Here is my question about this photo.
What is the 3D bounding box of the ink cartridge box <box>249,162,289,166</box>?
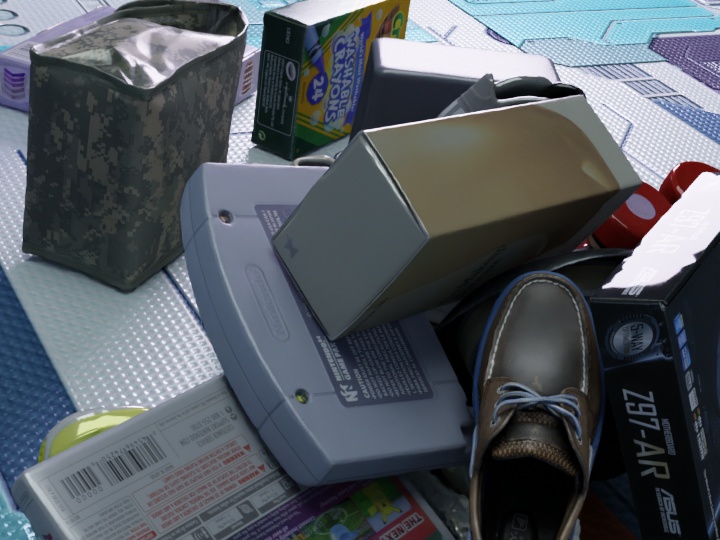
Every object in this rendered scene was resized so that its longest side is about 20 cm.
[{"bbox_3d":[0.000,0.000,1.015,0.164,0.075,0.200,4,30,-10],"label":"ink cartridge box"}]

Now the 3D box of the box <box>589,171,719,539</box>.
[{"bbox_3d":[0.198,0.067,0.794,0.043,0.201,0.160,2,28,37],"label":"box"}]

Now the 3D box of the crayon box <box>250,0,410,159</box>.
[{"bbox_3d":[-0.016,-0.193,1.310,0.051,0.126,0.200,24,32,26],"label":"crayon box"}]

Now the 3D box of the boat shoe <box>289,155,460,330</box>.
[{"bbox_3d":[0.035,-0.013,0.902,0.199,0.069,0.075,18,38,5],"label":"boat shoe"}]

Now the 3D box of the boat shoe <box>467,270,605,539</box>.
[{"bbox_3d":[0.092,0.092,0.726,0.072,0.201,0.072,4,-16,4],"label":"boat shoe"}]

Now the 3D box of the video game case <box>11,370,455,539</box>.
[{"bbox_3d":[-0.047,0.140,0.718,0.200,0.023,0.182,-24,71,-46],"label":"video game case"}]

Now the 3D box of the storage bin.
[{"bbox_3d":[0.080,-0.117,1.188,0.199,0.135,0.146,6,28,-5],"label":"storage bin"}]

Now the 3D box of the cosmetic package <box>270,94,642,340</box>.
[{"bbox_3d":[0.058,-0.034,0.804,0.199,0.105,0.071,-16,67,-44],"label":"cosmetic package"}]

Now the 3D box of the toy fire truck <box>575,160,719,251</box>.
[{"bbox_3d":[0.229,0.023,1.015,0.199,0.112,0.168,-13,56,-38],"label":"toy fire truck"}]

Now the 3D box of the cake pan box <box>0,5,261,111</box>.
[{"bbox_3d":[-0.216,-0.184,1.321,0.183,0.053,0.200,15,29,17],"label":"cake pan box"}]

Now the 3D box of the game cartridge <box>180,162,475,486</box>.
[{"bbox_3d":[-0.024,0.026,0.791,0.133,0.041,0.201,3,52,-42],"label":"game cartridge"}]

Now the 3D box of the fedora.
[{"bbox_3d":[0.134,0.071,0.850,0.199,0.201,0.092,-2,57,-17],"label":"fedora"}]

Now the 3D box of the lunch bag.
[{"bbox_3d":[-0.160,-0.108,1.074,0.117,0.165,0.200,20,30,17],"label":"lunch bag"}]

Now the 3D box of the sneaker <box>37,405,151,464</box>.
[{"bbox_3d":[-0.075,0.127,0.786,0.199,0.076,0.105,-4,48,-21],"label":"sneaker"}]

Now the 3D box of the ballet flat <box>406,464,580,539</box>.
[{"bbox_3d":[0.062,0.116,0.830,0.071,0.072,0.200,-13,34,-34],"label":"ballet flat"}]

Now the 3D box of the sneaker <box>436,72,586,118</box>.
[{"bbox_3d":[0.146,-0.080,1.079,0.200,0.116,0.075,33,21,-30],"label":"sneaker"}]
